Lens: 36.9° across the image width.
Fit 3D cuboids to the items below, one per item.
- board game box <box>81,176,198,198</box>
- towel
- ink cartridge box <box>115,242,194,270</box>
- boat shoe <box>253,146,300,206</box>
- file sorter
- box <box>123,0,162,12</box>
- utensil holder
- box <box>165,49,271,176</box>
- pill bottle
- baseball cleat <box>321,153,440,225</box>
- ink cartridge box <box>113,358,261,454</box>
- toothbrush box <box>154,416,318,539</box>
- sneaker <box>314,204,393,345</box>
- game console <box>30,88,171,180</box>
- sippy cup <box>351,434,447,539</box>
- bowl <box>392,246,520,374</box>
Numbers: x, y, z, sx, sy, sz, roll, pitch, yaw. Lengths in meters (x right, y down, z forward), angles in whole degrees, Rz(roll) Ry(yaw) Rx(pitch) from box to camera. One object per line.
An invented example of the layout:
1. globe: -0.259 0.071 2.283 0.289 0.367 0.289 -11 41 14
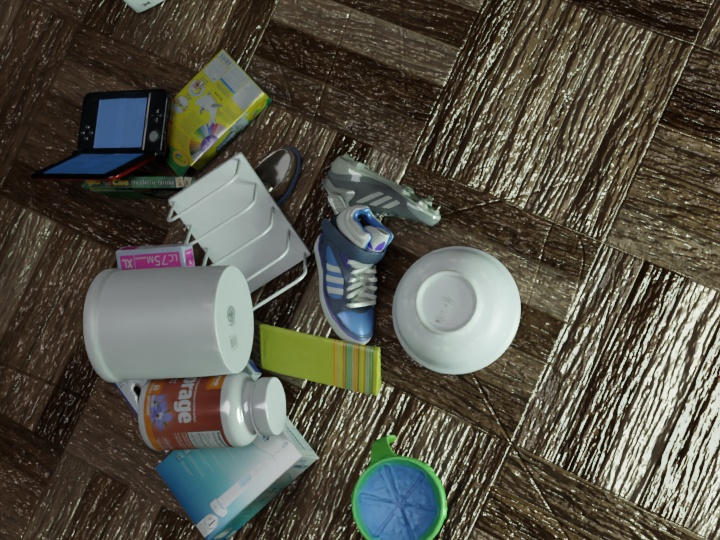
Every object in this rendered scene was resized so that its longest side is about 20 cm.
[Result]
1. board game box: -0.345 -0.136 1.778 0.199 0.105 0.024 2 86 14
2. towel: -0.063 0.136 1.680 0.199 0.018 0.086 11 120 16
3. ink cartridge box: -0.311 0.060 1.693 0.119 0.042 0.201 -3 102 18
4. boat shoe: -0.172 -0.121 1.747 0.072 0.072 0.200 38 91 17
5. file sorter: -0.187 -0.050 1.665 0.139 0.125 0.200 -32 110 8
6. box: -0.353 -0.562 1.805 0.199 0.199 0.131 -26 76 9
7. utensil holder: -0.275 0.075 1.578 0.199 0.170 0.171 -4 79 14
8. box: -0.259 -0.257 1.808 0.200 0.048 0.117 -43 73 2
9. pill bottle: -0.217 0.206 1.596 0.199 0.112 0.113 -6 79 15
10. baseball cleat: 0.030 -0.102 1.704 0.200 0.070 0.107 33 104 22
11. ink cartridge box: -0.291 0.159 1.747 0.200 0.043 0.197 -42 73 8
12. toothbrush box: -0.191 0.297 1.672 0.200 0.085 0.146 -43 72 5
13. sneaker: 0.000 0.000 1.643 0.146 0.080 0.201 -39 61 50
14. game console: -0.428 -0.225 1.782 0.199 0.119 0.173 4 86 32
15. sippy cup: 0.067 0.338 1.574 0.139 0.130 0.178 13 84 16
16. bowl: 0.136 0.053 1.627 0.200 0.090 0.202 -3 79 14
